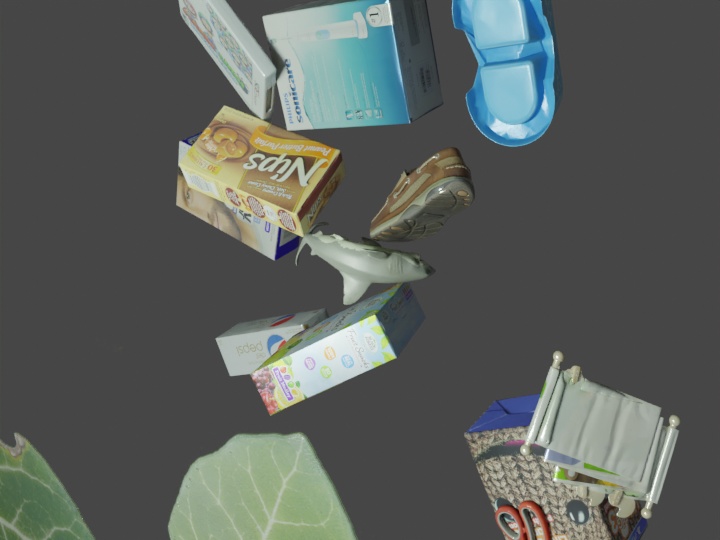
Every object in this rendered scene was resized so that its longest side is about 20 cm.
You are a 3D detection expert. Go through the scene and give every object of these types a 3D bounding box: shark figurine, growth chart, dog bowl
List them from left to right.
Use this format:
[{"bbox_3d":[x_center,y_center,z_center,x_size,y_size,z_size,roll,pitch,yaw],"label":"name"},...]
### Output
[{"bbox_3d":[-0.021,-0.004,1.260,0.211,0.127,0.092,16,98,28],"label":"shark figurine"},{"bbox_3d":[0.169,-0.244,1.059,0.110,0.049,0.204,1,113,37],"label":"dog bowl"},{"bbox_3d":[0.283,0.200,1.113,0.197,0.018,0.147,26,91,-11],"label":"growth chart"}]

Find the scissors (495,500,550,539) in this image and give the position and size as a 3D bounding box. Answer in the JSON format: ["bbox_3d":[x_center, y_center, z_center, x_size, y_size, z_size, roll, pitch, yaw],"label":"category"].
[{"bbox_3d":[0.225,0.385,1.213,0.072,0.014,0.204,-10,103,39],"label":"scissors"}]

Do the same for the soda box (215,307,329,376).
[{"bbox_3d":[-0.128,0.111,1.455,0.197,0.063,0.069,-11,105,40],"label":"soda box"}]

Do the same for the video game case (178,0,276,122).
[{"bbox_3d":[-0.178,-0.303,1.251,0.201,0.024,0.182,54,169,4],"label":"video game case"}]

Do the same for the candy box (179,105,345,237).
[{"bbox_3d":[-0.132,-0.137,1.287,0.197,0.116,0.056,24,154,21],"label":"candy box"}]

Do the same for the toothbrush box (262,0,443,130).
[{"bbox_3d":[-0.011,-0.258,1.167,0.197,0.085,0.149,2,114,37],"label":"toothbrush box"}]

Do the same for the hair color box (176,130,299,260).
[{"bbox_3d":[-0.177,-0.111,1.385,0.198,0.064,0.111,29,127,26],"label":"hair color box"}]

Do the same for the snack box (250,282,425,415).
[{"bbox_3d":[-0.026,0.099,1.261,0.197,0.169,0.069,-25,96,21],"label":"snack box"}]

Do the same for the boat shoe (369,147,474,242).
[{"bbox_3d":[0.076,-0.091,1.202,0.199,0.074,0.073,-31,58,51],"label":"boat shoe"}]

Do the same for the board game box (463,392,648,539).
[{"bbox_3d":[0.249,0.267,1.214,0.158,0.096,0.203,-16,101,41],"label":"board game box"}]
